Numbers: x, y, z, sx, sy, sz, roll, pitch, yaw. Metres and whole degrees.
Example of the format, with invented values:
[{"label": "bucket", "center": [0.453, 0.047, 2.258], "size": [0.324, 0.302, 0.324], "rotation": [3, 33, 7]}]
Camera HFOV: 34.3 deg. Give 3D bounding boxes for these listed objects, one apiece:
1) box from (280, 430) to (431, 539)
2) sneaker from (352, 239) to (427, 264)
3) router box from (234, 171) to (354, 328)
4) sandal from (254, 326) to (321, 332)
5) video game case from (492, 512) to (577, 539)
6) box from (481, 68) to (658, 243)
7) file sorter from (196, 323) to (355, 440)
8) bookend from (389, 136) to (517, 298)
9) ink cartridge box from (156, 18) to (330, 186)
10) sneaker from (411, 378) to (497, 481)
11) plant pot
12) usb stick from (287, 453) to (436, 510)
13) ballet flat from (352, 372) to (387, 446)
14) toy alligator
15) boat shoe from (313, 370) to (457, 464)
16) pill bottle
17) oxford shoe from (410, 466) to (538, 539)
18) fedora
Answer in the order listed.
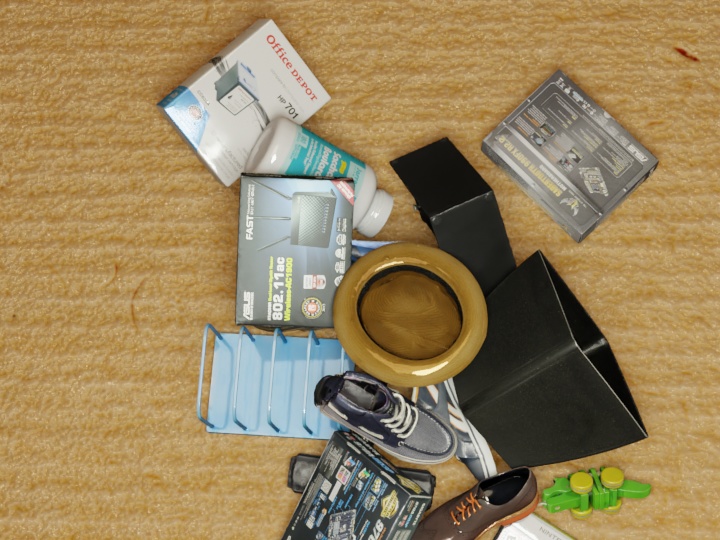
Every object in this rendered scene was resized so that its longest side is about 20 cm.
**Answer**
[{"label": "box", "center": [-0.015, 0.329, 1.483], "size": [0.159, 0.046, 0.201], "rotation": [33, 101, 43]}, {"label": "sneaker", "center": [0.000, 0.000, 1.627], "size": [0.199, 0.066, 0.079], "rotation": [3, 79, 4]}, {"label": "router box", "center": [-0.087, -0.026, 1.525], "size": [0.149, 0.062, 0.201], "rotation": [2, 96, -5]}, {"label": "sandal", "center": [-0.070, 0.049, 1.621], "size": [0.199, 0.055, 0.082], "rotation": [-6, 66, 10]}, {"label": "video game case", "center": [0.229, 0.436, 1.520], "size": [0.180, 0.026, 0.200], "rotation": [32, 79, 10]}, {"label": "box", "center": [0.297, -0.163, 1.659], "size": [0.158, 0.048, 0.200], "rotation": [-44, 77, -7]}, {"label": "file sorter", "center": [-0.111, 0.148, 1.566], "size": [0.199, 0.123, 0.139], "rotation": [3, 76, 4]}, {"label": "bookend", "center": [0.135, -0.049, 1.605], "size": [0.092, 0.199, 0.200], "rotation": [-23, 31, -3]}, {"label": "ink cartridge box", "center": [-0.166, -0.240, 1.661], "size": [0.200, 0.086, 0.147], "rotation": [-41, 108, -6]}, {"label": "sneaker", "center": [0.113, 0.204, 1.562], "size": [0.079, 0.079, 0.201], "rotation": [-23, 68, -6]}, {"label": "plant pot", "center": [0.223, 0.133, 1.494], "size": [0.177, 0.200, 0.200], "rotation": [-31, 33, 16]}, {"label": "usb stick", "center": [0.002, 0.285, 1.570], "size": [0.199, 0.033, 0.056], "rotation": [7, 83, 5]}, {"label": "ballet flat", "center": [0.008, 0.160, 1.587], "size": [0.057, 0.067, 0.201], "rotation": [8, 69, 5]}, {"label": "toy alligator", "center": [0.281, 0.290, 1.539], "size": [0.199, 0.060, 0.054], "rotation": [-9, 34, -3]}, {"label": "boat shoe", "center": [0.041, 0.186, 1.458], "size": [0.199, 0.093, 0.075], "rotation": [23, 73, -10]}, {"label": "pill bottle", "center": [-0.054, -0.121, 1.614], "size": [0.199, 0.111, 0.111], "rotation": [28, 77, -20]}, {"label": "oxford shoe", "center": [0.133, 0.304, 1.471], "size": [0.199, 0.073, 0.071], "rotation": [-28, 52, -14]}, {"label": "fedora", "center": [0.065, 0.063, 1.494], "size": [0.200, 0.082, 0.202], "rotation": [-2, 71, 7]}]
